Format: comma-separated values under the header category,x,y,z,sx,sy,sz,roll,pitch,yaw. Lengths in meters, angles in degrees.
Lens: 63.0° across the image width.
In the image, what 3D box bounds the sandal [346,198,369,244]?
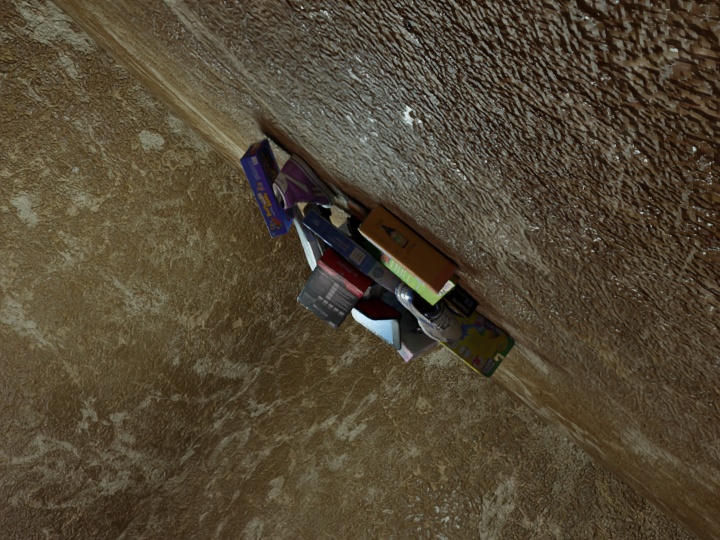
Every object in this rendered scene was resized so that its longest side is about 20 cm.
category,x,y,z,sx,sy,sz,roll,pitch,yaw
sandal,-0.003,-0.103,1.384,0.079,0.059,0.207,38,176,26

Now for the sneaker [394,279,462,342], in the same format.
category,x,y,z,sx,sy,sz,roll,pitch,yaw
sneaker,0.162,0.100,1.330,0.199,0.077,0.085,40,173,-16

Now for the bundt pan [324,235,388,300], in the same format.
category,x,y,z,sx,sy,sz,roll,pitch,yaw
bundt pan,0.000,0.000,1.496,0.201,0.201,0.077,37,136,27

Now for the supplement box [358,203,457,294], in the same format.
category,x,y,z,sx,sy,sz,roll,pitch,yaw
supplement box,0.091,-0.040,1.147,0.199,0.067,0.069,40,180,5

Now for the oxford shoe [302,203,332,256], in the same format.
category,x,y,z,sx,sy,sz,roll,pitch,yaw
oxford shoe,-0.111,-0.100,1.630,0.072,0.084,0.203,13,-126,-53

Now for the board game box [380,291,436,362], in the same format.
category,x,y,z,sx,sy,sz,roll,pitch,yaw
board game box,0.140,0.135,1.664,0.199,0.044,0.200,-21,-116,-42

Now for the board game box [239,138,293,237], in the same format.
category,x,y,z,sx,sy,sz,roll,pitch,yaw
board game box,-0.221,-0.202,1.431,0.135,0.044,0.202,-83,-24,-63

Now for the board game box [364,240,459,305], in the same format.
category,x,y,z,sx,sy,sz,roll,pitch,yaw
board game box,0.104,-0.017,1.240,0.199,0.030,0.096,38,140,-3

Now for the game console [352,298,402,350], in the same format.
category,x,y,z,sx,sy,sz,roll,pitch,yaw
game console,0.006,0.121,1.543,0.171,0.120,0.199,2,-157,-47

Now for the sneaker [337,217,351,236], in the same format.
category,x,y,z,sx,sy,sz,roll,pitch,yaw
sneaker,-0.008,-0.049,1.610,0.201,0.086,0.075,55,-172,-22

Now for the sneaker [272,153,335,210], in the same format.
category,x,y,z,sx,sy,sz,roll,pitch,yaw
sneaker,-0.143,-0.183,1.414,0.072,0.115,0.200,34,175,36

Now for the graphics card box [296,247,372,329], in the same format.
category,x,y,z,sx,sy,sz,roll,pitch,yaw
graphics card box,-0.063,0.046,1.352,0.125,0.051,0.201,35,143,1

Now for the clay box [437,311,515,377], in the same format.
category,x,y,z,sx,sy,sz,roll,pitch,yaw
clay box,0.271,0.165,1.446,0.199,0.115,0.048,38,178,28

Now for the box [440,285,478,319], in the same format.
category,x,y,z,sx,sy,sz,roll,pitch,yaw
box,0.165,0.026,1.366,0.199,0.050,0.160,40,175,-10

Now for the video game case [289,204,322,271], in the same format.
category,x,y,z,sx,sy,sz,roll,pitch,yaw
video game case,-0.120,-0.045,1.449,0.182,0.023,0.202,-122,13,-49

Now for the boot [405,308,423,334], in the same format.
category,x,y,z,sx,sy,sz,roll,pitch,yaw
boot,0.136,0.075,1.606,0.202,0.065,0.165,59,178,6

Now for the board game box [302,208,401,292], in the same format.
category,x,y,z,sx,sy,sz,roll,pitch,yaw
board game box,-0.015,-0.043,1.356,0.199,0.044,0.199,40,-176,30
